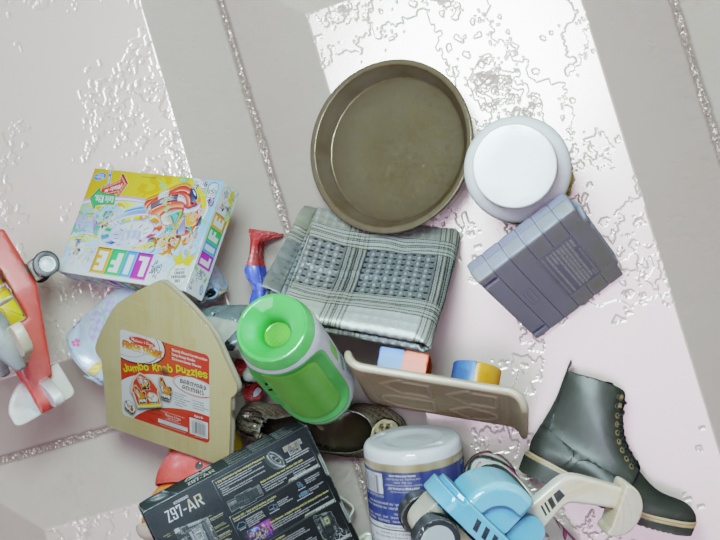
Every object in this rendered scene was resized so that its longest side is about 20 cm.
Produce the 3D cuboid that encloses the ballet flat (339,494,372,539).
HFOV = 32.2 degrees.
[{"bbox_3d":[-0.019,0.307,1.443,0.063,0.069,0.200,-42,85,-6],"label":"ballet flat"}]

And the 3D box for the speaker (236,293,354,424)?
[{"bbox_3d":[-0.065,0.097,1.307,0.088,0.200,0.089,-6,64,12],"label":"speaker"}]

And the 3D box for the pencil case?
[{"bbox_3d":[-0.250,0.050,1.469,0.200,0.083,0.091,-37,61,10],"label":"pencil case"}]

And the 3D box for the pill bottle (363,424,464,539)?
[{"bbox_3d":[0.066,0.283,1.397,0.111,0.111,0.200,-4,99,10],"label":"pill bottle"}]

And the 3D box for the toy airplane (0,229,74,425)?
[{"bbox_3d":[-0.407,0.081,1.425,0.141,0.199,0.200,-8,132,-23],"label":"toy airplane"}]

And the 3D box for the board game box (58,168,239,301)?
[{"bbox_3d":[-0.246,-0.044,1.436,0.200,0.034,0.135,7,73,32],"label":"board game box"}]

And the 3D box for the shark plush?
[{"bbox_3d":[-0.082,0.045,1.388,0.200,0.091,0.083,-26,54,7],"label":"shark plush"}]

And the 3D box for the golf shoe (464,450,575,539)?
[{"bbox_3d":[0.184,0.292,1.390,0.073,0.092,0.200,-41,86,2],"label":"golf shoe"}]

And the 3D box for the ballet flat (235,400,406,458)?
[{"bbox_3d":[-0.044,0.182,1.435,0.200,0.046,0.068,7,97,-5],"label":"ballet flat"}]

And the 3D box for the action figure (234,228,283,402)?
[{"bbox_3d":[-0.093,0.058,1.451,0.099,0.065,0.200,8,91,9],"label":"action figure"}]

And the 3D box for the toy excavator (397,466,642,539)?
[{"bbox_3d":[0.169,0.253,1.299,0.194,0.100,0.200,43,91,-11],"label":"toy excavator"}]

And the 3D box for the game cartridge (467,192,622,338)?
[{"bbox_3d":[0.202,-0.003,1.334,0.130,0.200,0.038,-41,58,6],"label":"game cartridge"}]

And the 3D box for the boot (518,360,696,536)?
[{"bbox_3d":[0.293,0.198,1.382,0.200,0.077,0.139,22,90,8],"label":"boot"}]

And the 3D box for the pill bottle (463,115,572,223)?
[{"bbox_3d":[0.170,-0.105,1.331,0.112,0.200,0.113,0,91,10],"label":"pill bottle"}]

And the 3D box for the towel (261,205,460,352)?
[{"bbox_3d":[0.000,0.000,1.385,0.200,0.193,0.035,9,135,10],"label":"towel"}]

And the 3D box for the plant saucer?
[{"bbox_3d":[0.037,-0.140,1.421,0.200,0.029,0.200,-3,82,24],"label":"plant saucer"}]

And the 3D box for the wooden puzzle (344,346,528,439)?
[{"bbox_3d":[0.090,0.127,1.365,0.200,0.185,0.046,13,75,11],"label":"wooden puzzle"}]

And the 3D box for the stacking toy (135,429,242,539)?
[{"bbox_3d":[-0.184,0.219,1.454,0.146,0.146,0.200,-3,75,10],"label":"stacking toy"}]

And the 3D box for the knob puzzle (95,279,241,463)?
[{"bbox_3d":[-0.211,0.103,1.392,0.219,0.030,0.220,11,113,28],"label":"knob puzzle"}]

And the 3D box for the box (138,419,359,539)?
[{"bbox_3d":[-0.118,0.280,1.356,0.200,0.044,0.160,-27,100,-16],"label":"box"}]
